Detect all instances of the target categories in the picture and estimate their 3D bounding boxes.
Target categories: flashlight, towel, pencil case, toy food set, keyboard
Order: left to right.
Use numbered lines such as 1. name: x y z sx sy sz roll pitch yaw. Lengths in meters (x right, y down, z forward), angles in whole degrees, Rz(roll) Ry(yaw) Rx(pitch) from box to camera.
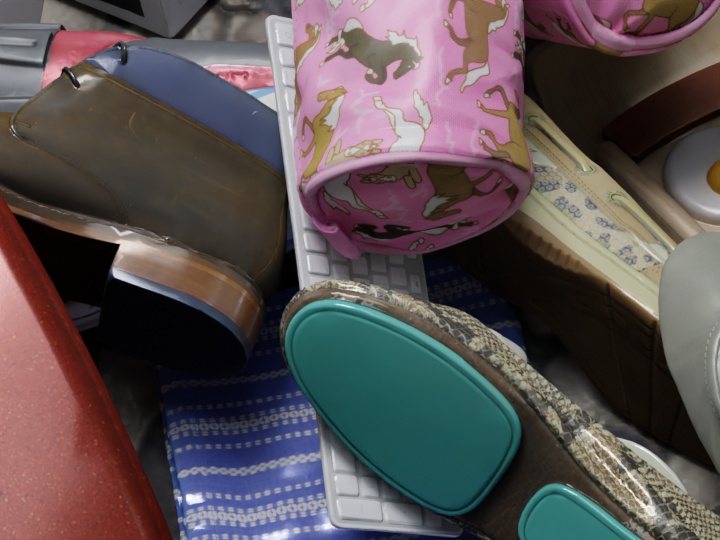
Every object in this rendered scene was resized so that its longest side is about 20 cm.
1. flashlight: -0.055 -0.063 1.117 0.199 0.068 0.068 5 13 8
2. keyboard: 0.000 0.000 1.004 0.056 0.011 0.201 11 60 -38
3. towel: 0.001 0.076 1.014 0.144 0.024 0.201 -11 49 -2
4. pencil case: 0.012 -0.106 1.006 0.082 0.086 0.201 8 63 -28
5. pencil case: 0.070 -0.143 1.095 0.086 0.083 0.200 -30 24 -16
6. toy food set: 0.179 -0.054 1.072 0.143 0.061 0.200 -29 51 -16

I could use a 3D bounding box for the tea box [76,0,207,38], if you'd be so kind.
1. tea box: -0.116 -0.239 1.226 0.199 0.134 0.197 23 56 25

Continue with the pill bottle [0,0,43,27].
1. pill bottle: -0.237 -0.136 1.172 0.199 0.113 0.112 23 56 25

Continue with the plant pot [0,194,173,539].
1. plant pot: -0.161 0.104 0.917 0.199 0.200 0.176 -35 66 -20

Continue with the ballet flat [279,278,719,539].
1. ballet flat: 0.061 0.066 0.962 0.200 0.068 0.075 38 32 4

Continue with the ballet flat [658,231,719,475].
1. ballet flat: 0.158 0.071 0.921 0.067 0.064 0.201 -15 74 -15

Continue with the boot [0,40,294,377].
1. boot: -0.115 -0.044 1.009 0.199 0.075 0.097 27 60 -5

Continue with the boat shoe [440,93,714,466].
1. boat shoe: 0.098 -0.002 1.026 0.063 0.073 0.200 -37 63 -24

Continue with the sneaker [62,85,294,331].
1. sneaker: -0.088 -0.016 1.063 0.199 0.072 0.073 -20 15 1
